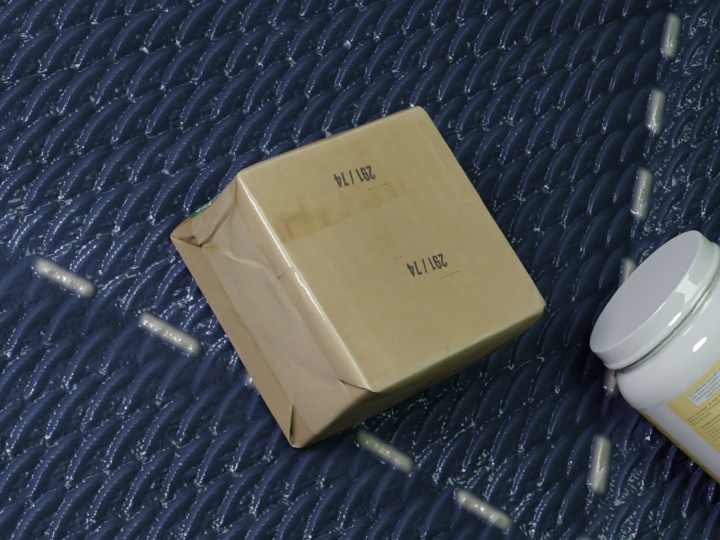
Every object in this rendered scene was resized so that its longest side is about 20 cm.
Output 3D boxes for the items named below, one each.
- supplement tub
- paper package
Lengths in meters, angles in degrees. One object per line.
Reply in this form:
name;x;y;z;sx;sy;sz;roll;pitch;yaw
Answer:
supplement tub;0.289;0.080;1.825;0.200;0.145;0.145;42;48;-11
paper package;0.000;0.000;1.685;0.200;0.103;0.191;-25;80;-42
